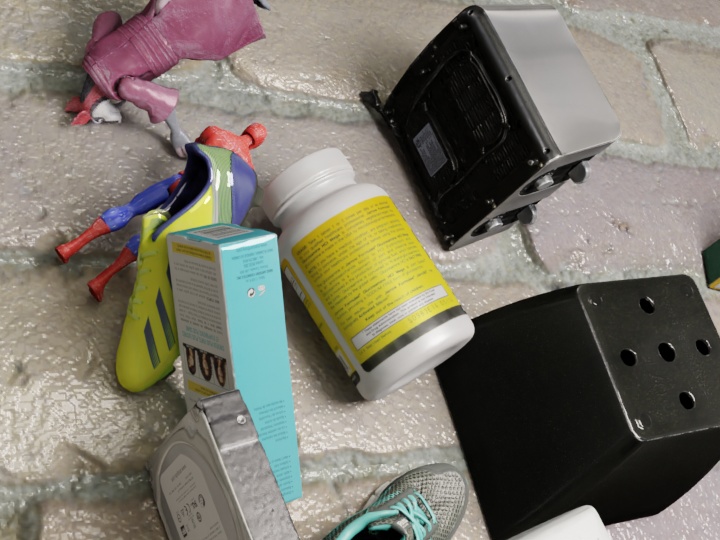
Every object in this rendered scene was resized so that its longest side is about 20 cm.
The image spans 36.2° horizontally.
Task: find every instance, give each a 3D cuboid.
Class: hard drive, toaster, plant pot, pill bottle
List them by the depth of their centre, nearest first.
[{"bbox_3d":[-0.085,0.199,0.761,0.038,0.140,0.200,-14,71,-33],"label":"hard drive"},{"bbox_3d":[0.000,0.000,0.940,0.112,0.112,0.200,-24,76,-36],"label":"pill bottle"},{"bbox_3d":[0.209,0.106,0.952,0.199,0.177,0.200,-4,66,-30],"label":"plant pot"},{"bbox_3d":[0.124,-0.144,1.053,0.119,0.181,0.200,-13,71,-37],"label":"toaster"}]

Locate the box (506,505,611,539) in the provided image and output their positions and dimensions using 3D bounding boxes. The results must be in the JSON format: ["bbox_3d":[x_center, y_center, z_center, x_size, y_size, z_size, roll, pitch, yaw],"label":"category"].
[{"bbox_3d":[0.096,0.304,0.759,0.171,0.199,0.200,-16,71,-34],"label":"box"}]

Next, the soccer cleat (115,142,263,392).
[{"bbox_3d":[-0.148,-0.005,0.846,0.084,0.065,0.200,29,85,-44],"label":"soccer cleat"}]

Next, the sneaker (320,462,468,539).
[{"bbox_3d":[0.024,0.207,0.846,0.200,0.091,0.078,-32,81,-38],"label":"sneaker"}]

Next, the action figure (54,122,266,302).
[{"bbox_3d":[-0.158,-0.054,0.926,0.200,0.099,0.065,-41,89,-16],"label":"action figure"}]

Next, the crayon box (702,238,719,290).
[{"bbox_3d":[0.479,-0.034,1.164,0.126,0.200,0.052,14,57,-21],"label":"crayon box"}]

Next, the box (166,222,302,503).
[{"bbox_3d":[-0.092,0.070,0.806,0.049,0.082,0.200,-14,106,-34],"label":"box"}]

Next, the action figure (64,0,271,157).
[{"bbox_3d":[-0.173,-0.192,0.937,0.200,0.149,0.134,-42,76,-7],"label":"action figure"}]
